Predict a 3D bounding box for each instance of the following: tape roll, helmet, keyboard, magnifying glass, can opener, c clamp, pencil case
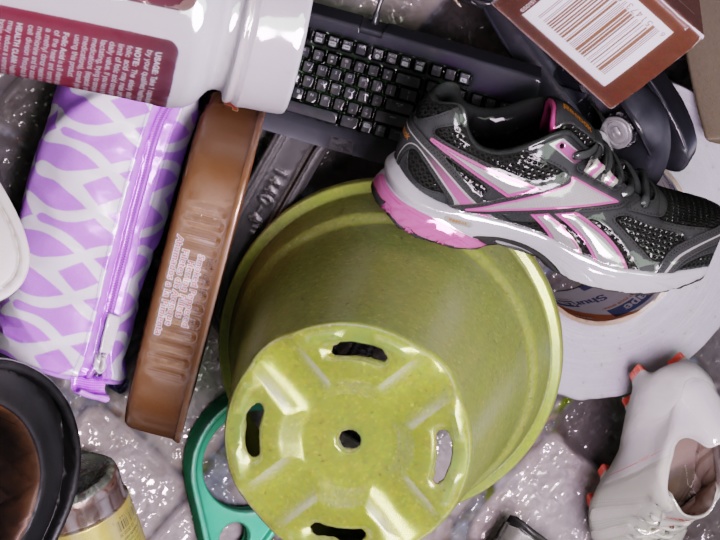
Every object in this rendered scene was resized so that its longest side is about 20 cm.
[{"bbox_3d":[0.136,-0.026,1.757,0.200,0.066,0.201,-7,108,-22],"label":"tape roll"},{"bbox_3d":[-0.245,0.132,1.571,0.200,0.191,0.200,-7,130,-8],"label":"helmet"},{"bbox_3d":[0.004,-0.126,1.641,0.200,0.021,0.127,15,101,2],"label":"keyboard"},{"bbox_3d":[-0.078,0.165,1.748,0.080,0.022,0.200,9,103,-26],"label":"magnifying glass"},{"bbox_3d":[0.111,-0.126,1.666,0.063,0.079,0.200,-38,94,25],"label":"can opener"},{"bbox_3d":[0.000,0.000,1.692,0.171,0.027,0.200,25,106,1],"label":"c clamp"},{"bbox_3d":[-0.145,-0.030,1.621,0.084,0.085,0.200,8,102,-30],"label":"pencil case"}]

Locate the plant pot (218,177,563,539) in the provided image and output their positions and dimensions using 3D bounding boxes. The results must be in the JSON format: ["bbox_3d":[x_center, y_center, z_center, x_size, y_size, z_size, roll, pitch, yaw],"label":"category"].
[{"bbox_3d":[0.004,0.067,1.599,0.200,0.184,0.201,2,105,8],"label":"plant pot"}]

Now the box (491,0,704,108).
[{"bbox_3d":[0.128,-0.192,1.622,0.075,0.200,0.100,-38,119,25],"label":"box"}]

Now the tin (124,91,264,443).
[{"bbox_3d":[-0.092,-0.002,1.631,0.042,0.112,0.200,14,105,-6],"label":"tin"}]

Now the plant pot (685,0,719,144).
[{"bbox_3d":[0.298,-0.151,1.689,0.200,0.200,0.177,8,87,-26],"label":"plant pot"}]

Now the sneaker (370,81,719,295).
[{"bbox_3d":[0.112,-0.049,1.603,0.200,0.080,0.086,10,121,-16],"label":"sneaker"}]

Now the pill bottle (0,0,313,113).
[{"bbox_3d":[-0.127,-0.147,1.515,0.200,0.114,0.114,12,102,-6],"label":"pill bottle"}]

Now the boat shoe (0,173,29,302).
[{"bbox_3d":[-0.233,-0.075,1.580,0.074,0.060,0.200,-26,94,-12],"label":"boat shoe"}]

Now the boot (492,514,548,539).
[{"bbox_3d":[0.056,0.196,1.799,0.131,0.068,0.200,-48,126,-9],"label":"boot"}]

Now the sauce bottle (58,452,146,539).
[{"bbox_3d":[-0.140,0.205,1.708,0.065,0.065,0.200,-24,113,-15],"label":"sauce bottle"}]

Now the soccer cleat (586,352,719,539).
[{"bbox_3d":[0.184,0.134,1.786,0.069,0.078,0.200,-18,143,-19],"label":"soccer cleat"}]
